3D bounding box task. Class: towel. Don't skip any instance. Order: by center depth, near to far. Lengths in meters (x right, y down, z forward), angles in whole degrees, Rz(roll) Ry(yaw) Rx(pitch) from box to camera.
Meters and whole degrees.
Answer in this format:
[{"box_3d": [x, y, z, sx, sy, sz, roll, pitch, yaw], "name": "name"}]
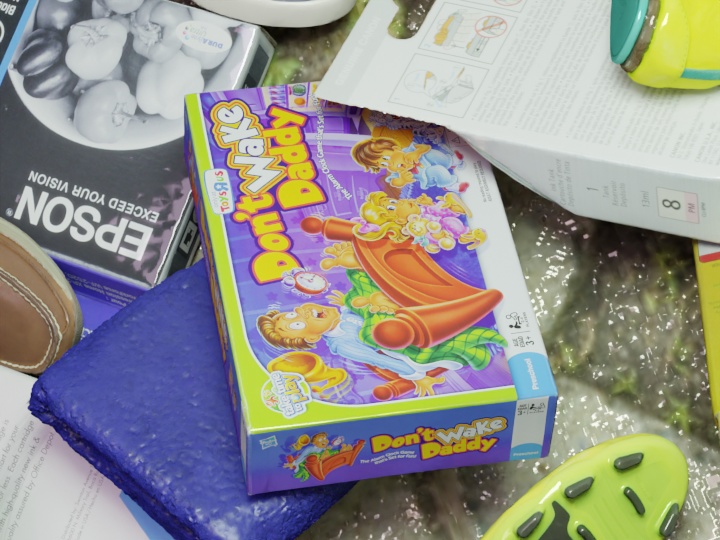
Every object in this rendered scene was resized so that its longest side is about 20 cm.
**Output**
[{"box_3d": [-0.036, 0.048, 1.170, 0.148, 0.050, 0.200, 37, 57, 27], "name": "towel"}]

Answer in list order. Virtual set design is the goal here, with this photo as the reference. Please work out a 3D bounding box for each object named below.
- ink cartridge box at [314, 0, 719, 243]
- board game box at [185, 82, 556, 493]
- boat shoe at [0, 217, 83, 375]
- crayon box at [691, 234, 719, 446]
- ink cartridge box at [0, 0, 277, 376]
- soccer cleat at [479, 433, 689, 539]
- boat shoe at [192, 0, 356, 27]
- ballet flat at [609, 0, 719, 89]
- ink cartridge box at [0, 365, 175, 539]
[{"box_3d": [0.103, -0.099, 1.176, 0.199, 0.057, 0.163, 10, 49, 24], "name": "ink cartridge box"}, {"box_3d": [0.000, 0.000, 1.140, 0.134, 0.045, 0.201, -7, 50, -9], "name": "board game box"}, {"box_3d": [-0.230, -0.002, 1.245, 0.199, 0.072, 0.076, 27, 115, 16], "name": "boat shoe"}, {"box_3d": [0.211, 0.019, 1.092, 0.126, 0.051, 0.200, -13, 39, 14], "name": "crayon box"}, {"box_3d": [-0.166, -0.054, 1.285, 0.197, 0.043, 0.201, 17, 82, 21], "name": "ink cartridge box"}, {"box_3d": [0.062, 0.140, 1.139, 0.200, 0.084, 0.065, -44, 107, 3], "name": "soccer cleat"}, {"box_3d": [-0.084, -0.200, 1.264, 0.199, 0.093, 0.075, 28, 47, 23], "name": "boat shoe"}, {"box_3d": [0.145, -0.157, 1.159, 0.067, 0.067, 0.201, 10, 48, -11], "name": "ballet flat"}, {"box_3d": [-0.164, 0.113, 1.221, 0.199, 0.068, 0.116, 19, 81, 21], "name": "ink cartridge box"}]
